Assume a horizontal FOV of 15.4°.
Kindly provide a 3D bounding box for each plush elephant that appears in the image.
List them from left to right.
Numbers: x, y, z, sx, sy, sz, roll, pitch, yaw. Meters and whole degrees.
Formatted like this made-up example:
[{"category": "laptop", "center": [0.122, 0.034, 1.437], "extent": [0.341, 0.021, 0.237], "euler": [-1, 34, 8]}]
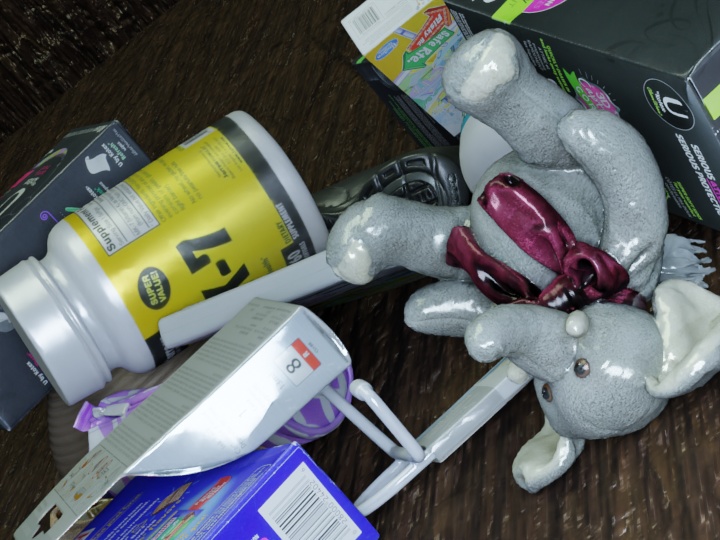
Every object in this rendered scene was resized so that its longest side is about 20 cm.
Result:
[{"category": "plush elephant", "center": [0.095, 0.016, 1.270], "extent": [0.165, 0.200, 0.155], "euler": [-47, 31, 34]}]

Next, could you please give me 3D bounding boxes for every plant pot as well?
[{"category": "plant pot", "center": [-0.152, 0.071, 1.843], "extent": [0.201, 0.093, 0.201], "euler": [-39, 14, 11]}]

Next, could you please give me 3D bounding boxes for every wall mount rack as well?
[{"category": "wall mount rack", "center": [0.046, 0.043, 1.447], "extent": [0.200, 0.075, 0.174], "euler": [-42, 5, -8]}]

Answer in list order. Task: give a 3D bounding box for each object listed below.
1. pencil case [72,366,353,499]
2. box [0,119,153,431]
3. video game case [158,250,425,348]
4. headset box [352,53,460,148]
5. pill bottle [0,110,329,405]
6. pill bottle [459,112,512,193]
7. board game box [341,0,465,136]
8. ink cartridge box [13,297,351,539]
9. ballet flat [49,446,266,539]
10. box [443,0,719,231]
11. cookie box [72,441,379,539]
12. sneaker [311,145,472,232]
[{"category": "pencil case", "center": [-0.092, 0.086, 1.652], "extent": [0.200, 0.085, 0.084], "euler": [-26, 27, 44]}, {"category": "box", "center": [-0.218, 0.003, 1.815], "extent": [0.200, 0.106, 0.122], "euler": [-46, 14, -17]}, {"category": "video game case", "center": [0.000, 0.000, 1.629], "extent": [0.182, 0.023, 0.200], "euler": [-14, -5, -37]}, {"category": "headset box", "center": [0.109, -0.176, 1.903], "extent": [0.174, 0.093, 0.200], "euler": [-44, 14, -15]}, {"category": "pill bottle", "center": [-0.130, -0.006, 1.717], "extent": [0.200, 0.114, 0.114], "euler": [-33, 13, -9]}, {"category": "pill bottle", "center": [0.115, -0.102, 1.563], "extent": [0.111, 0.111, 0.200], "euler": [-30, 40, 37]}, {"category": "board game box", "center": [0.101, -0.182, 1.680], "extent": [0.200, 0.134, 0.034], "euler": [-39, 57, 11]}, {"category": "ink cartridge box", "center": [-0.101, 0.099, 1.466], "extent": [0.200, 0.050, 0.162], "euler": [-46, 8, -7]}, {"category": "ballet flat", "center": [-0.120, 0.132, 1.599], "extent": [0.200, 0.067, 0.068], "euler": [-30, -5, 35]}, {"category": "box", "center": [0.174, -0.124, 1.387], "extent": [0.149, 0.124, 0.200], "euler": [-44, 37, -16]}, {"category": "cookie box", "center": [-0.110, 0.181, 1.428], "extent": [0.171, 0.075, 0.200], "euler": [-46, 15, -28]}, {"category": "sneaker", "center": [-0.002, -0.031, 1.817], "extent": [0.200, 0.076, 0.091], "euler": [-19, 9, 25]}]
